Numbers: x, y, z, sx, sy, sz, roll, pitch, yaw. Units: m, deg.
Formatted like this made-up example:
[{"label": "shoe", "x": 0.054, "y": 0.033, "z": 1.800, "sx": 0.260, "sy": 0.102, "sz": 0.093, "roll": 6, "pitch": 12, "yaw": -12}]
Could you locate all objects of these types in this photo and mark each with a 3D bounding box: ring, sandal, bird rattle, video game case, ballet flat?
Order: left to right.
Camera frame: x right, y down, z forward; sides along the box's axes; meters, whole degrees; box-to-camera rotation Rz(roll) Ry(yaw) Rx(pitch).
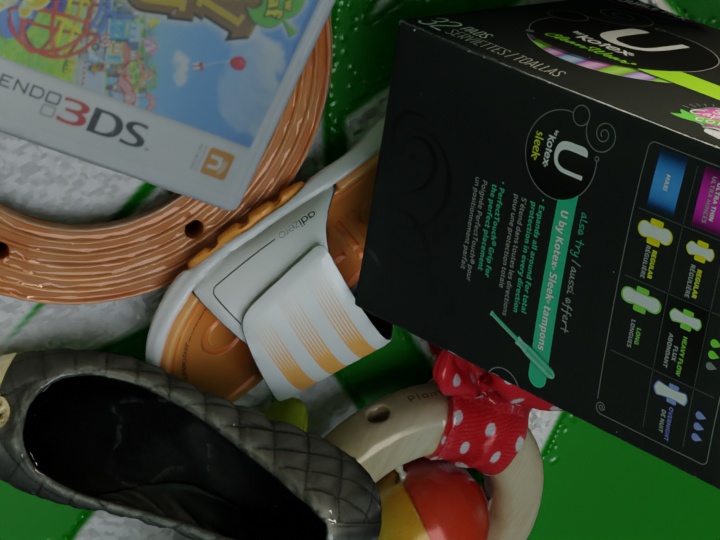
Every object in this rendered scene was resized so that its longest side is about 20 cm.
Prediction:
[{"label": "ring", "x": -0.108, "y": -0.080, "z": 0.844, "sx": 0.198, "sy": 0.019, "sz": 0.202, "roll": -8, "pitch": 118, "yaw": -15}, {"label": "video game case", "x": -0.086, "y": -0.138, "z": 0.799, "sx": 0.181, "sy": 0.022, "sz": 0.201, "roll": 18, "pitch": 108, "yaw": -26}, {"label": "ballet flat", "x": -0.084, "y": 0.073, "z": 0.858, "sx": 0.198, "sy": 0.057, "sz": 0.067, "roll": 14, "pitch": 88, "yaw": 17}, {"label": "sandal", "x": -0.003, "y": -0.004, "z": 0.886, "sx": 0.206, "sy": 0.059, "sz": 0.079, "roll": -42, "pitch": 141, "yaw": 5}, {"label": "bird rattle", "x": 0.022, "y": 0.091, "z": 0.956, "sx": 0.199, "sy": 0.113, "sz": 0.164, "roll": -34, "pitch": 135, "yaw": -16}]

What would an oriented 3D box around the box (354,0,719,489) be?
[{"label": "box", "x": 0.123, "y": -0.018, "z": 0.823, "sx": 0.148, "sy": 0.199, "sz": 0.126, "roll": -14, "pitch": 120, "yaw": -46}]
